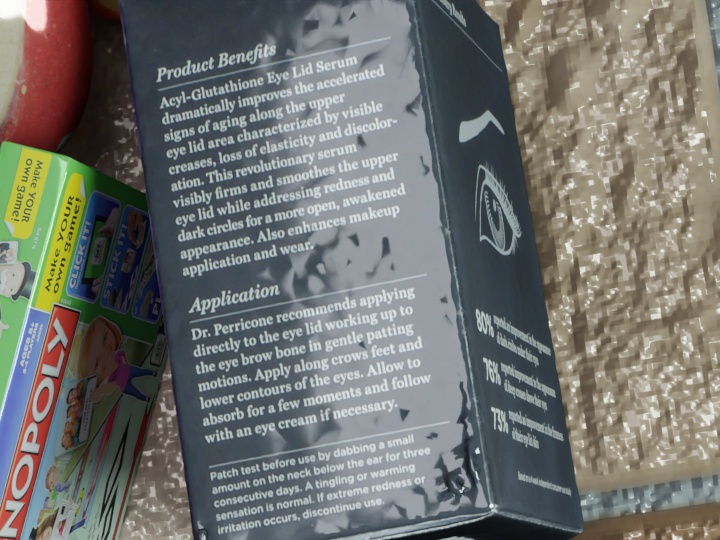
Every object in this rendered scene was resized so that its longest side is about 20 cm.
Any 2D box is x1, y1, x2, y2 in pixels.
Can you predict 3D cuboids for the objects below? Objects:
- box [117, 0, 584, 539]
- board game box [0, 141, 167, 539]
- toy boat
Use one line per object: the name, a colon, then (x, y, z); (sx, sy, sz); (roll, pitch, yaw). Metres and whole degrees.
box: (0.000, 0.000, 0.886); (0.104, 0.148, 0.201); (-12, 78, 14)
board game box: (-0.116, 0.065, 0.915); (0.029, 0.135, 0.201); (14, 86, 17)
toy boat: (-0.124, -0.125, 0.958); (0.131, 0.130, 0.201); (-52, 37, 46)
